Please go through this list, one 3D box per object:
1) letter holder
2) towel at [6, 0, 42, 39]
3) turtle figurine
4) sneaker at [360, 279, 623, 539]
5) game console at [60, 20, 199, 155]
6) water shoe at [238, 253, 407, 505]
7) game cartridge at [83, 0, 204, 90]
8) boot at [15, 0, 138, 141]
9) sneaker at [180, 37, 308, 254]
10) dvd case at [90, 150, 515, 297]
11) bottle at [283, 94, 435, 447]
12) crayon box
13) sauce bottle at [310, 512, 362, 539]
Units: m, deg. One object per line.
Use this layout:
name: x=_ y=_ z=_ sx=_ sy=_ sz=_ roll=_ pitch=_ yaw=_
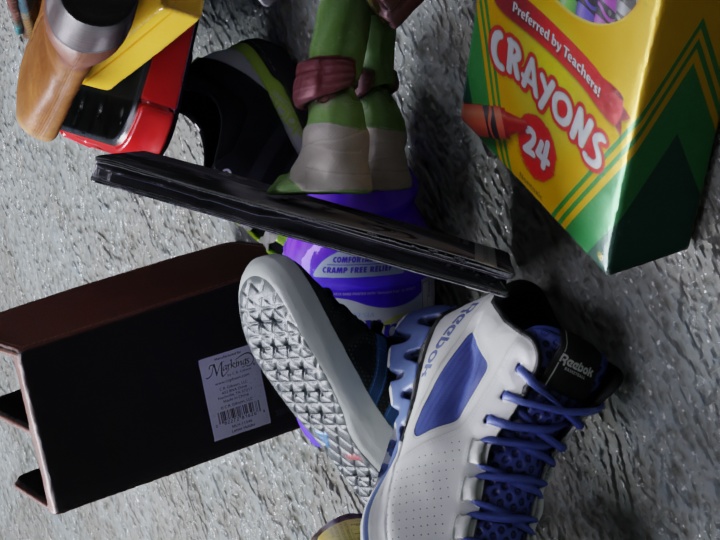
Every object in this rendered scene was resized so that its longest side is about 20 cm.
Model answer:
letter holder: x=-0.132 y=0.058 z=1.410 sx=0.142 sy=0.199 sz=0.101 roll=12 pitch=117 yaw=61
towel: x=-0.170 y=-0.242 z=1.335 sx=0.147 sy=0.022 sz=0.202 roll=138 pitch=149 yaw=-83
turtle figurine: x=-0.038 y=-0.134 z=1.096 sx=0.144 sy=0.198 sz=0.196 roll=-171 pitch=79 yaw=-74
sneaker: x=0.066 y=0.083 z=1.110 sx=0.115 sy=0.080 sz=0.201 roll=-35 pitch=42 yaw=44
game console: x=-0.130 y=-0.156 z=1.375 sx=0.200 sy=0.031 sz=0.178 roll=19 pitch=93 yaw=68
water shoe: x=0.009 y=0.059 z=1.211 sx=0.071 sy=0.079 sz=0.201 roll=6 pitch=134 yaw=55
game cartridge: x=-0.115 y=-0.214 z=1.292 sx=0.176 sy=0.032 sz=0.202 roll=-24 pitch=54 yaw=63
boot: x=-0.140 y=-0.183 z=1.255 sx=0.200 sy=0.068 sz=0.190 roll=140 pitch=135 yaw=-71
sneaker: x=-0.058 y=-0.040 z=1.335 sx=0.201 sy=0.082 sz=0.072 roll=66 pitch=154 yaw=14
dvd case: x=-0.023 y=-0.025 z=1.112 sx=0.149 sy=0.198 sz=0.016 roll=-52 pitch=-22 yaw=-85
bottle: x=0.000 y=0.000 z=1.245 sx=0.065 sy=0.083 sz=0.201 roll=-92 pitch=0 yaw=-62
crayon box: x=0.106 y=-0.115 z=0.997 sx=0.127 sy=0.050 sz=0.201 roll=50 pitch=146 yaw=40
sauce bottle: x=0.007 y=0.179 z=1.194 sx=0.200 sy=0.064 sz=0.065 roll=-118 pitch=15 yaw=-79
